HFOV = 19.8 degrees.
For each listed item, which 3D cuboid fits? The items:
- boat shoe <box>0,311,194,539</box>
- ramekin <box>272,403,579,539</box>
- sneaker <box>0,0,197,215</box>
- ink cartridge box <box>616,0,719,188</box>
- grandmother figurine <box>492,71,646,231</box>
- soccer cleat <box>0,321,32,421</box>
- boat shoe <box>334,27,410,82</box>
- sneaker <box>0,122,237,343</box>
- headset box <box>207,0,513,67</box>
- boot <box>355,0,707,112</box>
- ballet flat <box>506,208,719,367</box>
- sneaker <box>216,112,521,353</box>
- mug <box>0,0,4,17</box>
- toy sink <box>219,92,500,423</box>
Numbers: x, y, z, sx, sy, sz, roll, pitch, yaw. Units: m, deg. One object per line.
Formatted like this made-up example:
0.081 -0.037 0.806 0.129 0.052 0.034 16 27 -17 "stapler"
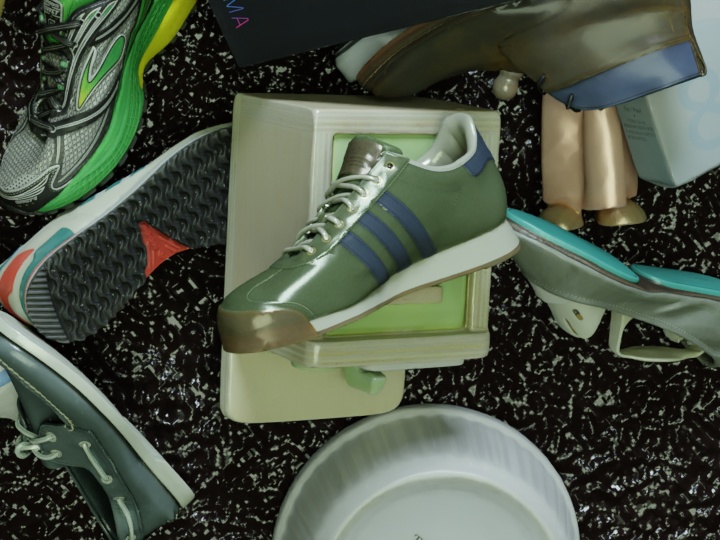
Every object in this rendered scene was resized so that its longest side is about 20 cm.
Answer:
-0.171 0.100 1.225 0.062 0.073 0.200 -45 134 -8 "boat shoe"
0.045 0.191 1.285 0.200 0.094 0.205 -1 100 -5 "ramekin"
-0.168 -0.128 1.209 0.085 0.078 0.201 23 92 -52 "sneaker"
0.212 -0.173 1.231 0.159 0.047 0.202 -27 109 -19 "ink cartridge box"
0.142 -0.129 1.261 0.120 0.061 0.202 -8 103 -13 "grandmother figurine"
-0.283 0.078 1.249 0.198 0.070 0.087 1 99 -6 "soccer cleat"
0.045 -0.202 1.232 0.068 0.074 0.199 43 92 -5 "boat shoe"
-0.138 -0.033 1.244 0.199 0.093 0.071 -38 119 -25 "sneaker"
0.000 -0.224 1.118 0.198 0.093 0.175 -10 123 21 "headset box"
0.099 -0.119 1.173 0.199 0.075 0.098 -25 89 16 "boot"
0.156 0.019 1.257 0.199 0.067 0.064 17 103 -31 "ballet flat"
-0.001 -0.027 1.114 0.199 0.067 0.091 -21 105 -34 "sneaker"
-0.315 -0.165 1.163 0.186 0.149 0.154 32 108 32 "mug"
0.000 0.000 1.218 0.129 0.112 0.202 -1 100 -31 "toy sink"
